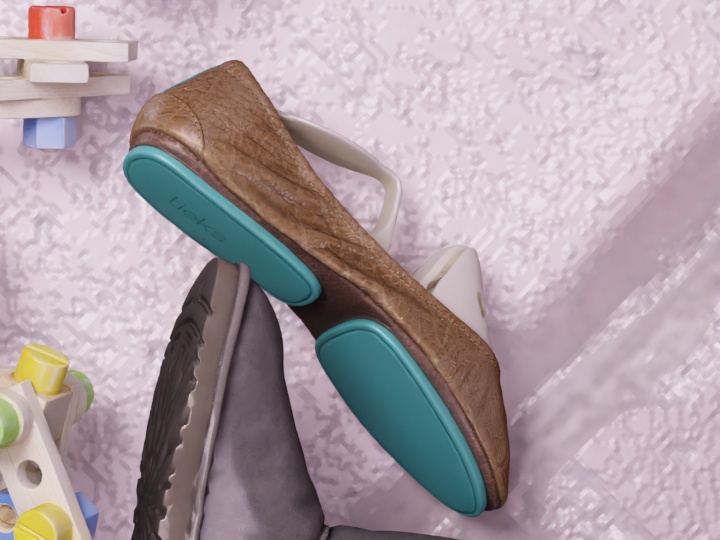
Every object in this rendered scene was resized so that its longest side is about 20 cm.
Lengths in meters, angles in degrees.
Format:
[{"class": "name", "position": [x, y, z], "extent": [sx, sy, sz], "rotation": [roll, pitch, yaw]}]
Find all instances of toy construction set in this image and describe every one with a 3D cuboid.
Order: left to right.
[{"class": "toy construction set", "position": [-0.145, 0.000, 0.826], "extent": [0.130, 0.092, 0.201], "rotation": [5, 85, 22]}]

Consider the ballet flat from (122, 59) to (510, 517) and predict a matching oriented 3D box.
[{"class": "ballet flat", "position": [0.000, 0.000, 0.846], "extent": [0.200, 0.068, 0.072], "rotation": [45, 63, -12]}]

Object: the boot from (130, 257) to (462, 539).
[{"class": "boot", "position": [0.021, 0.099, 0.799], "extent": [0.199, 0.073, 0.183], "rotation": [9, 86, -13]}]
